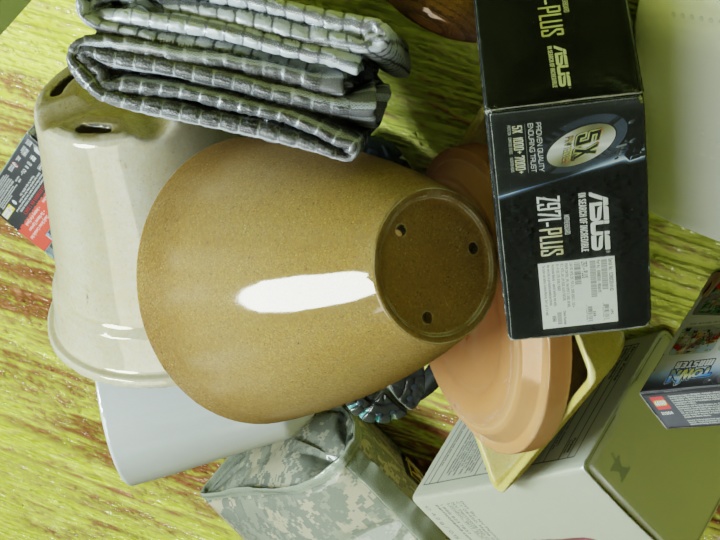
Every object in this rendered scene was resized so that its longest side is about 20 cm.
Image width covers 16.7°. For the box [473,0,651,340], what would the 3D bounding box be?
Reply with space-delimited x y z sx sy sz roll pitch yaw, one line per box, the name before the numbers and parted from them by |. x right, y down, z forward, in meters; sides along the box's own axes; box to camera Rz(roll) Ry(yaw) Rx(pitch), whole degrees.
box | 0.113 -0.086 1.394 0.086 0.164 0.201 -6 139 3

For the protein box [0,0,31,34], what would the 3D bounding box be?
protein box | -0.244 -0.260 1.491 0.135 0.200 0.199 32 149 7

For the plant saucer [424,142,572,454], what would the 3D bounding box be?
plant saucer | 0.076 0.020 1.567 0.200 0.032 0.202 170 90 -69

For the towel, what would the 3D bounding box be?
towel | -0.073 -0.125 1.513 0.199 0.086 0.166 12 -177 4

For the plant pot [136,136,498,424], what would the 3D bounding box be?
plant pot | -0.012 0.003 1.510 0.187 0.187 0.200 49 154 -22

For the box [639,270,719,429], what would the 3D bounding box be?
box | 0.271 0.040 1.479 0.199 0.110 0.035 -9 129 51

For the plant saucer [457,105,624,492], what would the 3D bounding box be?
plant saucer | 0.106 0.017 1.597 0.200 0.048 0.201 120 135 -60

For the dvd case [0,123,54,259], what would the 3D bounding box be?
dvd case | -0.202 -0.025 1.952 0.200 0.022 0.146 39 150 -4

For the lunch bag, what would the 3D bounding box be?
lunch bag | -0.005 0.193 1.960 0.164 0.118 0.200 49 152 -20

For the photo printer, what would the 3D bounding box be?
photo printer | 0.234 -0.092 1.373 0.166 0.070 0.201 22 147 22

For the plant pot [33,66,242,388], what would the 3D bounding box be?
plant pot | -0.143 -0.051 1.715 0.200 0.200 0.184 14 133 32

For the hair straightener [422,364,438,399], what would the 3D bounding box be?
hair straightener | 0.083 0.056 1.755 0.077 0.041 0.200 56 143 5

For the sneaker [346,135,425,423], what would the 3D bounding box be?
sneaker | 0.000 0.000 1.698 0.086 0.077 0.201 -119 28 -68

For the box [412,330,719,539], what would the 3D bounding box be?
box | 0.154 0.136 1.710 0.109 0.128 0.200 45 149 -19

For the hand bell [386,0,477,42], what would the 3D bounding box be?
hand bell | -0.003 -0.186 1.492 0.199 0.105 0.104 23 150 -4

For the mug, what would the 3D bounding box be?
mug | -0.113 0.072 1.890 0.152 0.187 0.150 -9 111 6
